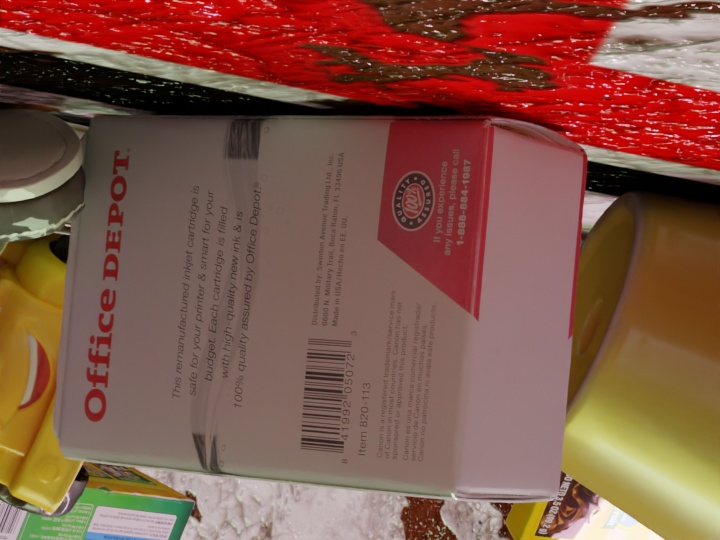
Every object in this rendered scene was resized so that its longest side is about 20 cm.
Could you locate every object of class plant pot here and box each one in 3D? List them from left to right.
[{"bbox_3d":[0.184,0.056,1.161,0.188,0.201,0.201,22,173,-8],"label":"plant pot"}]

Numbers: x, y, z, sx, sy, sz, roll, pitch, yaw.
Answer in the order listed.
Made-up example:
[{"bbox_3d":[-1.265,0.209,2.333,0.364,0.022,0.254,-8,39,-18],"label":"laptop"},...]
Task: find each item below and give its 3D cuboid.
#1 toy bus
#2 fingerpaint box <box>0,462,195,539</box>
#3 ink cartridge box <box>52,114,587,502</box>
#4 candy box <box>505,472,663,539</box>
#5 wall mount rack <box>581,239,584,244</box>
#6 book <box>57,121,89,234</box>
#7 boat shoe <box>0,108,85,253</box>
[{"bbox_3d":[-0.204,0.015,1.240,0.192,0.136,0.200,24,-173,-16],"label":"toy bus"},{"bbox_3d":[-0.217,0.117,1.364,0.167,0.074,0.200,25,-176,31],"label":"fingerpaint box"},{"bbox_3d":[-0.018,0.013,1.022,0.199,0.147,0.083,3,176,34],"label":"ink cartridge box"},{"bbox_3d":[0.161,0.072,1.389,0.102,0.200,0.026,5,-148,-26],"label":"candy box"},{"bbox_3d":[0.081,0.040,1.441,0.173,0.075,0.200,-18,171,3],"label":"wall mount rack"},{"bbox_3d":[-0.094,-0.035,1.195,0.200,0.048,0.133,8,180,-38],"label":"book"},{"bbox_3d":[-0.181,-0.030,1.082,0.201,0.060,0.072,5,-150,45],"label":"boat shoe"}]
